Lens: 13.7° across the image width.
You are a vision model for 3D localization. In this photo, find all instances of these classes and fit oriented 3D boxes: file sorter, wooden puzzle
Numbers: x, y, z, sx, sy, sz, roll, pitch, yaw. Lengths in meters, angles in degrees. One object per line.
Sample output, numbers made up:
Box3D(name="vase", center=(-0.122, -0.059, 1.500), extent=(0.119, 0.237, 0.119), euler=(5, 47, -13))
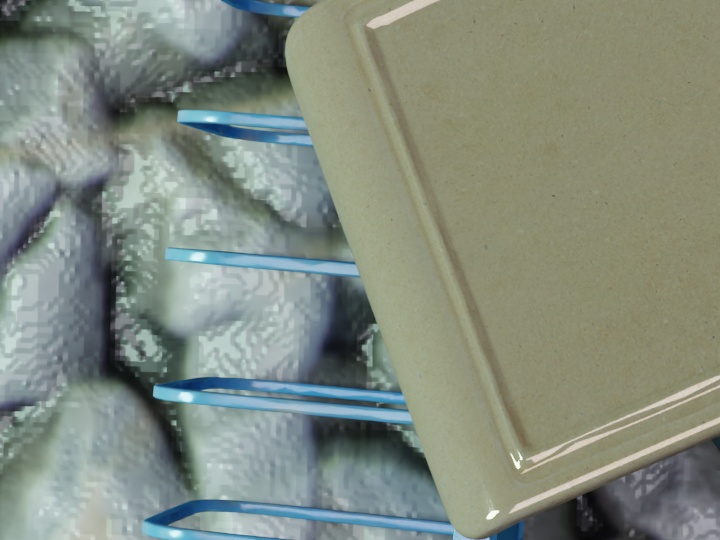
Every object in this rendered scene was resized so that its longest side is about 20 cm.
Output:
Box3D(name="file sorter", center=(0.000, 0.000, 1.032), extent=(0.122, 0.139, 0.200), euler=(5, 90, 8))
Box3D(name="wooden puzzle", center=(0.090, -0.035, 0.911), extent=(0.200, 0.037, 0.185), euler=(-26, 65, 13))

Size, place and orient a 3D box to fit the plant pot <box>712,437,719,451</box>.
Box3D(name="plant pot", center=(0.216, 0.027, 0.985), extent=(0.196, 0.200, 0.196), euler=(-35, 87, 3))
